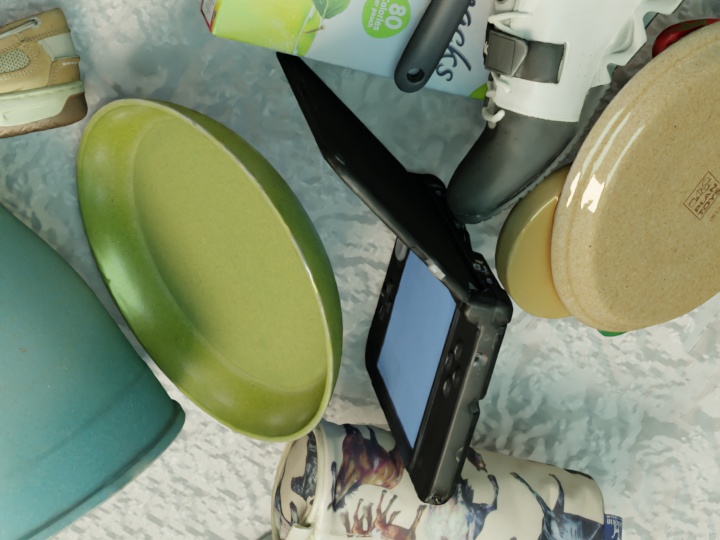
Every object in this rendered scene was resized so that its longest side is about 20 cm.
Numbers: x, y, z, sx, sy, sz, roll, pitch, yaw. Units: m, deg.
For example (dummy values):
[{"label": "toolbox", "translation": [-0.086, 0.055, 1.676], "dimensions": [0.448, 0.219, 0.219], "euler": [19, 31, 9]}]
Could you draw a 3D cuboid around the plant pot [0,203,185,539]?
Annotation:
[{"label": "plant pot", "translation": [-0.223, 0.047, 1.280], "dimensions": [0.200, 0.200, 0.188], "euler": [-29, 100, 2]}]

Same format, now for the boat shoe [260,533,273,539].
[{"label": "boat shoe", "translation": [-0.013, 0.175, 1.424], "dimensions": [0.200, 0.071, 0.064], "euler": [-35, 112, 3]}]

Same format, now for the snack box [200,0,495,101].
[{"label": "snack box", "translation": [0.030, -0.174, 1.304], "dimensions": [0.200, 0.053, 0.142], "euler": [13, 109, -16]}]

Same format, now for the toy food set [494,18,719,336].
[{"label": "toy food set", "translation": [0.172, -0.050, 1.341], "dimensions": [0.198, 0.049, 0.200], "euler": [12, 111, -49]}]

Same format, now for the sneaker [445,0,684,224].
[{"label": "sneaker", "translation": [0.091, -0.120, 1.274], "dimensions": [0.088, 0.074, 0.200], "euler": [34, 92, -21]}]

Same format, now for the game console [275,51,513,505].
[{"label": "game console", "translation": [0.000, 0.000, 1.287], "dimensions": [0.116, 0.200, 0.176], "euler": [12, 109, -13]}]

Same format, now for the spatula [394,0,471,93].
[{"label": "spatula", "translation": [0.065, -0.180, 1.268], "dimensions": [0.057, 0.021, 0.200], "euler": [20, 106, -22]}]

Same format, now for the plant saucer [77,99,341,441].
[{"label": "plant saucer", "translation": [-0.074, -0.004, 1.287], "dimensions": [0.031, 0.200, 0.200], "euler": [-31, 118, -33]}]

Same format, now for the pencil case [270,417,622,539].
[{"label": "pencil case", "translation": [0.043, 0.136, 1.349], "dimensions": [0.200, 0.089, 0.078], "euler": [14, 123, -26]}]

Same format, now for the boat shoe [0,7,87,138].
[{"label": "boat shoe", "translation": [-0.247, -0.099, 1.284], "dimensions": [0.200, 0.072, 0.076], "euler": [-11, 98, -14]}]
